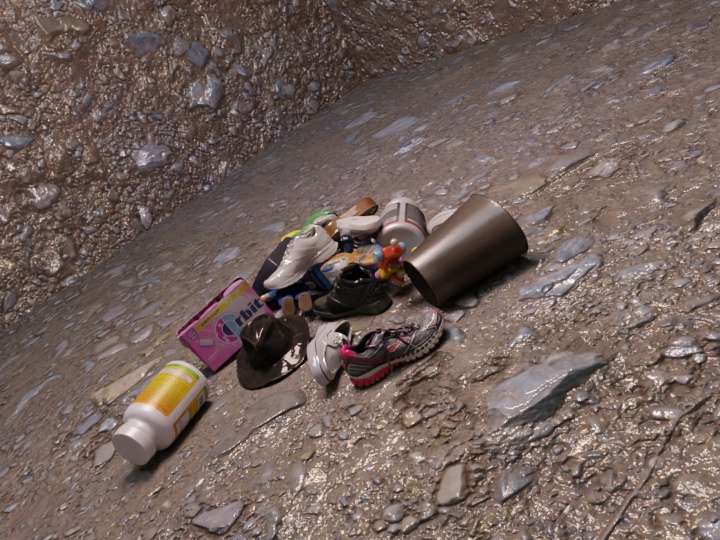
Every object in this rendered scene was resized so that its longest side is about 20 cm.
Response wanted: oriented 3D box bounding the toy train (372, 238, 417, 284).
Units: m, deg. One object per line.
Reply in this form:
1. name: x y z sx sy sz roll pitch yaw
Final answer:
1. toy train: 0.107 -0.022 1.431 0.199 0.056 0.150 -18 -22 -29

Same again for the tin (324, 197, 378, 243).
1. tin: -0.035 -0.126 1.884 0.200 0.042 0.112 -37 -8 -23

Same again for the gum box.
1. gum box: -0.310 0.125 1.592 0.200 0.114 0.066 -43 19 -15

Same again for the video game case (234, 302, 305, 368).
1. video game case: -0.198 0.143 1.582 0.142 0.018 0.200 -22 22 16

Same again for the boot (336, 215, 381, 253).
1. boot: 0.003 -0.074 1.599 0.072 0.091 0.200 -15 10 -15

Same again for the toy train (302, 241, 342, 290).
1. toy train: -0.112 -0.015 1.744 0.114 0.087 0.200 -45 27 -24

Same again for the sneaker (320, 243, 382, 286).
1. sneaker: 0.000 0.000 1.559 0.199 0.088 0.075 -12 27 52

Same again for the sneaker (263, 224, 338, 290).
1. sneaker: -0.148 -0.027 1.615 0.200 0.087 0.074 -39 15 -16

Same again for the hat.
1. hat: -0.199 0.144 1.454 0.200 0.081 0.201 -21 35 15

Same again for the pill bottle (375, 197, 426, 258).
1. pill bottle: 0.096 -0.092 1.619 0.115 0.116 0.200 -22 22 15

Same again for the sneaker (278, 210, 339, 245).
1. sneaker: -0.139 -0.094 1.983 0.200 0.078 0.085 -36 28 4

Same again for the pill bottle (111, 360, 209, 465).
1. pill bottle: -0.396 0.282 1.383 0.111 0.111 0.200 -14 26 32

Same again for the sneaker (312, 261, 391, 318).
1. sneaker: -0.036 0.039 1.492 0.199 0.115 0.076 -10 26 43

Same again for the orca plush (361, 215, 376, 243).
1. orca plush: 0.031 -0.076 1.772 0.200 0.071 0.106 -125 51 -78

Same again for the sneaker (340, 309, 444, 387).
1. sneaker: 0.059 0.127 1.231 0.199 0.075 0.081 -31 22 -10

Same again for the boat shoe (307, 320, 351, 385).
1. boat shoe: -0.053 0.143 1.328 0.066 0.074 0.200 -26 21 12

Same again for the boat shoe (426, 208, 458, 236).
1. boat shoe: 0.226 -0.091 1.530 0.199 0.071 0.070 -3 29 35

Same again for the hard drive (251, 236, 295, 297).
1. hard drive: -0.220 0.010 1.728 0.135 0.042 0.200 -55 -3 -47

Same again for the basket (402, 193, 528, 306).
1. basket: 0.193 -0.033 1.356 0.200 0.136 0.180 -37 35 -10

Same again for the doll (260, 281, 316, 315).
1. doll: -0.167 0.056 1.639 0.136 0.049 0.200 -14 13 -8
